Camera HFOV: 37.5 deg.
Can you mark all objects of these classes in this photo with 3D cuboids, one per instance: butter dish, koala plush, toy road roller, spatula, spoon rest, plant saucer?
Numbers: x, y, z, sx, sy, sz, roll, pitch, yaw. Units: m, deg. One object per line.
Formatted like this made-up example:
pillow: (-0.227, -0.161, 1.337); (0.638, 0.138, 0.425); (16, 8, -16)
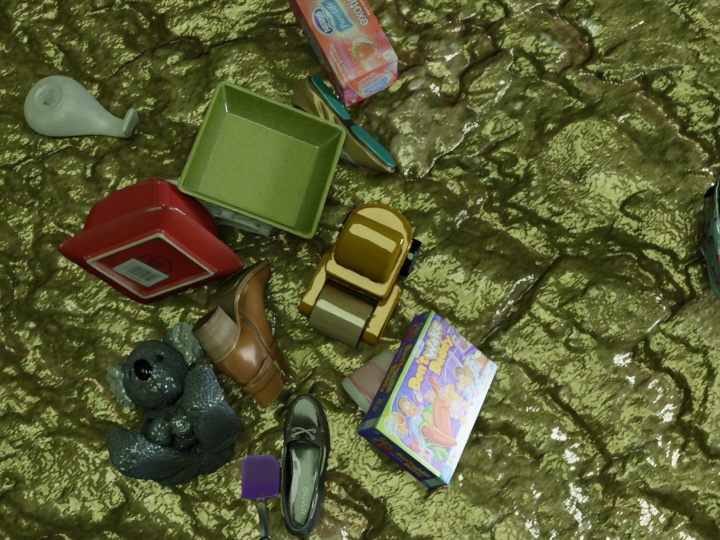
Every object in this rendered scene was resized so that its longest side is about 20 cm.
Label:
butter dish: (-0.291, -0.064, 1.495); (0.199, 0.200, 0.148); (-19, 56, 22)
koala plush: (-0.270, 0.179, 1.482); (0.177, 0.184, 0.200); (-37, 58, 1)
toy road roller: (0.000, 0.000, 1.501); (0.123, 0.146, 0.200); (24, 80, 7)
spatula: (-0.136, 0.360, 1.492); (0.056, 0.021, 0.200); (-6, 79, 6)
spoon rest: (-0.424, -0.239, 1.617); (0.200, 0.061, 0.099); (18, 77, 19)
plant saucer: (-0.140, -0.150, 1.514); (0.199, 0.048, 0.200); (20, 61, -8)

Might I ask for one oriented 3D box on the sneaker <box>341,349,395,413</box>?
sneaker: (0.073, 0.197, 1.493); (0.105, 0.075, 0.200); (-42, 76, -2)

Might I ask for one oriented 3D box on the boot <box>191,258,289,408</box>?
boot: (-0.144, 0.087, 1.517); (0.077, 0.200, 0.155); (-29, 110, 30)

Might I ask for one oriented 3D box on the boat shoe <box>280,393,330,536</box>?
boat shoe: (-0.078, 0.271, 1.491); (0.067, 0.057, 0.200); (2, 78, 2)

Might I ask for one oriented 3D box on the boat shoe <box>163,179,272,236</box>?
boat shoe: (-0.223, -0.088, 1.568); (0.200, 0.071, 0.070); (10, 85, 2)

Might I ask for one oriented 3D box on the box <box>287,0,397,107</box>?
box: (-0.030, -0.364, 1.603); (0.095, 0.103, 0.200); (-27, 80, -4)

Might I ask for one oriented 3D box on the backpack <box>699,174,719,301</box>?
backpack: (0.573, -0.034, 1.491); (0.177, 0.151, 0.200); (-1, 71, 4)

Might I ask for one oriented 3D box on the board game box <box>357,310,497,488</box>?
board game box: (0.095, 0.175, 1.450); (0.134, 0.045, 0.200); (40, 56, -18)

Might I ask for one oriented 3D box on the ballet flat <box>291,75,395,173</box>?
ballet flat: (-0.028, -0.206, 1.598); (0.063, 0.069, 0.200); (-45, 76, 21)
